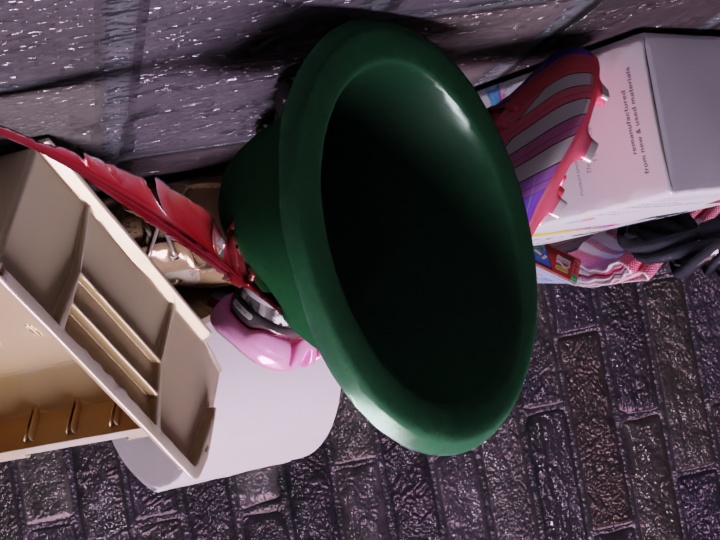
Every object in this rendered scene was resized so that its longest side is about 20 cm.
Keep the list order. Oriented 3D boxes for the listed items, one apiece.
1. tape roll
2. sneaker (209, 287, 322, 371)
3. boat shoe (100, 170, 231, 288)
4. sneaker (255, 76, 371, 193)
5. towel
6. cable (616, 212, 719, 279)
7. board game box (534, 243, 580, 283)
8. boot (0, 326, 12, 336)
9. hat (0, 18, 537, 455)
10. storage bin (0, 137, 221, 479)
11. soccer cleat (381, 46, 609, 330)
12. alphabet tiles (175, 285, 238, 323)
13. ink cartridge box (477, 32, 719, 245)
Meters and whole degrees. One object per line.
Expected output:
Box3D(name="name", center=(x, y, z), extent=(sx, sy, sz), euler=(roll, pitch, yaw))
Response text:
Box3D(name="tape roll", center=(-0.127, 0.074, 1.261), extent=(0.138, 0.205, 0.202), euler=(-9, 176, -35))
Box3D(name="sneaker", center=(0.000, 0.000, 0.902), extent=(0.079, 0.096, 0.199), euler=(33, -155, 31))
Box3D(name="boat shoe", center=(-0.126, -0.020, 0.927), extent=(0.199, 0.072, 0.064), euler=(-11, 177, 32))
Box3D(name="sneaker", center=(0.001, -0.055, 0.748), extent=(0.087, 0.076, 0.200), euler=(-15, 178, -11))
Box3D(name="towel", center=(0.231, -0.060, 1.015), extent=(0.200, 0.030, 0.146), euler=(-42, -175, -9))
Box3D(name="cable", center=(0.229, -0.058, 0.899), extent=(0.164, 0.051, 0.199), euler=(-54, -151, -18))
Box3D(name="board game box", center=(0.040, -0.029, 0.953), extent=(0.199, 0.020, 0.103), euler=(23, 165, -38))
Box3D(name="boot", center=(-0.198, -0.001, 0.859), extent=(0.072, 0.091, 0.200), euler=(-9, 176, -21))
Box3D(name="hat", center=(-0.044, -0.011, 0.631), extent=(0.175, 0.201, 0.165), euler=(-13, -168, 36))
Box3D(name="storage bin", center=(-0.205, 0.045, 0.785), extent=(0.199, 0.094, 0.199), euler=(-12, 137, 22))
Box3D(name="soccer cleat", center=(0.052, -0.031, 0.690), extent=(0.076, 0.201, 0.067), euler=(28, 163, -3))
Box3D(name="alphabet tiles", center=(-0.130, 0.001, 0.998), extent=(0.166, 0.008, 0.200), euler=(-26, -155, -25))
Box3D(name="ink cartridge box", center=(0.130, -0.066, 0.828), extent=(0.145, 0.084, 0.199), euler=(-7, 175, -42))
